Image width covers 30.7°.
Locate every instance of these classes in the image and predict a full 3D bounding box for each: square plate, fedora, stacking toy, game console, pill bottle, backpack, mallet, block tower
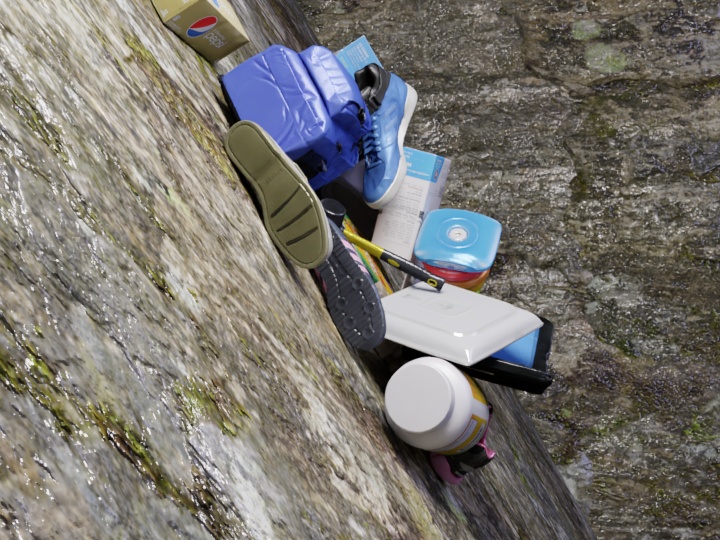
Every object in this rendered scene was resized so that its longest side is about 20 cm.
[{"bbox_3d":[0.109,0.059,1.703,0.199,0.196,0.029,-20,122,-52],"label":"square plate"},{"bbox_3d":[-0.006,-0.112,2.011,0.201,0.175,0.091,63,34,-31],"label":"fedora"},{"bbox_3d":[0.137,0.019,1.901,0.202,0.115,0.110,89,16,-45],"label":"stacking toy"},{"bbox_3d":[0.162,0.084,1.748,0.176,0.197,0.118,83,21,-79],"label":"game console"},{"bbox_3d":[0.092,0.168,1.631,0.112,0.110,0.200,62,8,17],"label":"pill bottle"},{"bbox_3d":[-0.071,-0.195,1.751,0.200,0.166,0.164,48,19,-72],"label":"backpack"},{"bbox_3d":[0.018,-0.019,1.756,0.199,0.066,0.041,33,33,-1],"label":"mallet"},{"bbox_3d":[0.054,0.107,1.837,0.201,0.054,0.058,57,7,-25],"label":"block tower"}]

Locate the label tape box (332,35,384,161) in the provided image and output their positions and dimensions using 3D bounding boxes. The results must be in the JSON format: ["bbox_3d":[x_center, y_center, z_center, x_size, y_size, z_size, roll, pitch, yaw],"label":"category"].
[{"bbox_3d":[-0.042,-0.223,1.895,0.145,0.199,0.063,57,8,-18],"label":"label tape box"}]

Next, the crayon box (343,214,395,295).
[{"bbox_3d":[0.000,0.000,1.902,0.128,0.050,0.200,64,8,32],"label":"crayon box"}]

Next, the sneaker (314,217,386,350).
[{"bbox_3d":[-0.013,0.016,1.670,0.202,0.070,0.082,64,13,23],"label":"sneaker"}]

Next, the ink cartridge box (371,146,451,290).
[{"bbox_3d":[0.068,-0.075,1.923,0.067,0.203,0.116,15,4,14],"label":"ink cartridge box"}]

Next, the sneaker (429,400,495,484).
[{"bbox_3d":[0.139,0.185,1.772,0.079,0.095,0.202,28,44,-43],"label":"sneaker"}]

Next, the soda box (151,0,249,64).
[{"bbox_3d":[-0.214,-0.340,1.729,0.068,0.064,0.200,61,8,12],"label":"soda box"}]

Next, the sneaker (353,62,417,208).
[{"bbox_3d":[0.013,-0.194,1.829,0.111,0.076,0.202,30,64,-37],"label":"sneaker"}]

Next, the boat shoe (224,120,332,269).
[{"bbox_3d":[-0.088,-0.091,1.571,0.201,0.074,0.068,61,13,14],"label":"boat shoe"}]
